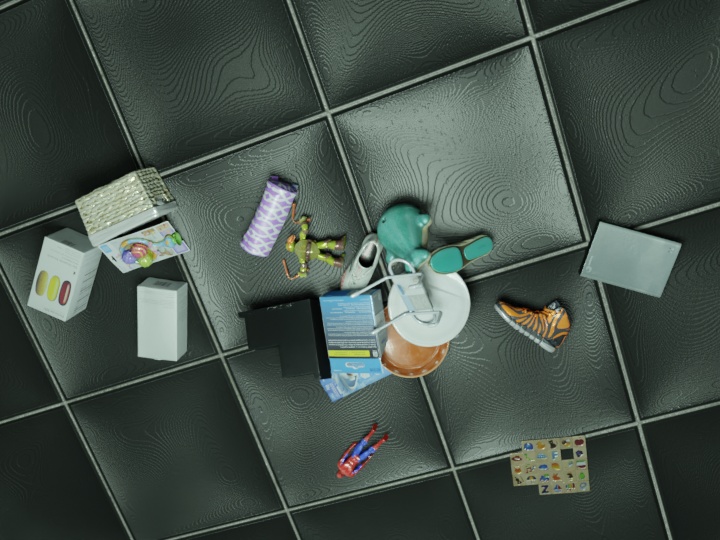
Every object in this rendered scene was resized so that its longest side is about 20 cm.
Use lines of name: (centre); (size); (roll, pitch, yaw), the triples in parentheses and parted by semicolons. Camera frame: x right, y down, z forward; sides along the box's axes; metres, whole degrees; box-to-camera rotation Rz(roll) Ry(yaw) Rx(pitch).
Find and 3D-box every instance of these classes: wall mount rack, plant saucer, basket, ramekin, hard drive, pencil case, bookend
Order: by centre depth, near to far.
wall mount rack: (0.085, 0.073, 1.525); (0.173, 0.075, 0.200); (-8, 124, 33)
hard drive: (0.642, -0.029, 1.603); (0.199, 0.033, 0.140); (16, 107, 2)
ramekin: (0.162, 0.081, 1.636); (0.201, 0.094, 0.203); (0, 90, -3)
pencil case: (-0.230, -0.133, 1.653); (0.085, 0.084, 0.201); (37, 108, 33)
basket: (-0.581, -0.162, 1.657); (0.199, 0.136, 0.124); (-23, 100, 13)
bookend: (-0.189, 0.188, 1.687); (0.198, 0.092, 0.201); (-12, 80, 15)
plant saucer: (0.125, 0.170, 1.696); (0.199, 0.032, 0.201); (0, 90, -3)

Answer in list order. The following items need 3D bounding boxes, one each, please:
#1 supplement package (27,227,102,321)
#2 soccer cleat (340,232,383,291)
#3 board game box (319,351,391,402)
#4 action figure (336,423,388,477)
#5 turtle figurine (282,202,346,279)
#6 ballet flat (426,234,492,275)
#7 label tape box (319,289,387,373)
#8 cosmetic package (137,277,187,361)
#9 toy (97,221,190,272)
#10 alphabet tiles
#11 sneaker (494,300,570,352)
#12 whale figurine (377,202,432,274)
supplement package: (-0.764, 0.010, 1.739); (0.113, 0.110, 0.201); (22, 107, 0)
soccer cleat: (0.000, 0.000, 1.659); (0.068, 0.085, 0.201); (26, 107, -1)
board game box: (-0.035, 0.215, 1.746); (0.198, 0.043, 0.200); (-28, 100, 12)
action figure: (-0.003, 0.501, 1.822); (0.065, 0.052, 0.200); (40, 111, 0)
turtle figurine: (-0.119, -0.063, 1.666); (0.160, 0.064, 0.201); (7, 106, 5)
ballet flat: (0.227, -0.034, 1.589); (0.199, 0.062, 0.068); (-17, 97, -28)
label tape box: (-0.012, 0.150, 1.654); (0.143, 0.066, 0.201); (-3, 104, 25)
cosmetic package: (-0.520, 0.130, 1.761); (0.112, 0.081, 0.201); (8, 108, 5)
toy: (-0.550, -0.046, 1.704); (0.199, 0.047, 0.115); (-20, 137, 7)
alphabet tiles: (0.505, 0.524, 1.790); (0.199, 0.008, 0.168); (-7, 105, 9)
sneaker: (0.432, 0.107, 1.652); (0.200, 0.078, 0.112); (32, 103, -14)
whale figurine: (0.101, -0.077, 1.564); (0.104, 0.200, 0.159); (26, 121, -29)
